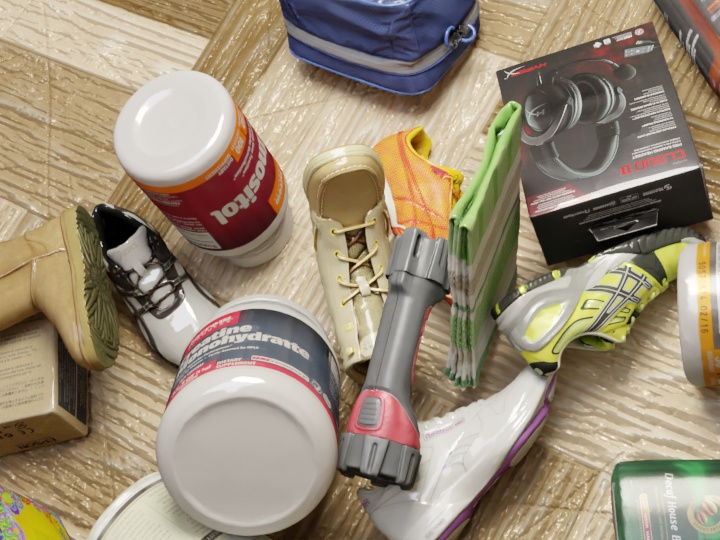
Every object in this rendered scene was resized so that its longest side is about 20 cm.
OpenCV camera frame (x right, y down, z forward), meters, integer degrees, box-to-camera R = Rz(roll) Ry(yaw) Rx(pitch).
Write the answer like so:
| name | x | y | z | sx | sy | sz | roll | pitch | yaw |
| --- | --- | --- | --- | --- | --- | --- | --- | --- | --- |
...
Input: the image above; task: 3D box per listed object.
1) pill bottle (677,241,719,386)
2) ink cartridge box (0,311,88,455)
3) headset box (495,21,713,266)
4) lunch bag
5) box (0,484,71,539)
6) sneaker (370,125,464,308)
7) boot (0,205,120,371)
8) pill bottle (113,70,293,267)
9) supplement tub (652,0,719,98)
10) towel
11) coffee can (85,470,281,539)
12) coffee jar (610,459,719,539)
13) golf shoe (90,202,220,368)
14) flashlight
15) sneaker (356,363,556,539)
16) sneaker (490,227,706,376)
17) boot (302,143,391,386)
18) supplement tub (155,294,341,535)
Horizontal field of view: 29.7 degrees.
| name | x | y | z | sx | sy | sz | roll | pitch | yaw |
| --- | --- | --- | --- | --- | --- | --- | --- | --- | --- |
| pill bottle | 0.352 | 0.031 | 1.057 | 0.199 | 0.116 | 0.117 | -3 | 64 | 19 |
| ink cartridge box | -0.365 | 0.094 | 1.304 | 0.199 | 0.075 | 0.165 | -14 | 60 | 13 |
| headset box | 0.211 | -0.104 | 1.179 | 0.148 | 0.077 | 0.200 | -16 | 49 | 12 |
| lunch bag | 0.023 | -0.258 | 1.309 | 0.200 | 0.132 | 0.136 | 25 | 60 | 29 |
| box | -0.319 | 0.325 | 1.147 | 0.192 | 0.122 | 0.200 | -36 | 59 | 0 |
| sneaker | 0.065 | -0.053 | 1.225 | 0.077 | 0.073 | 0.200 | -27 | 59 | 9 |
| boot | -0.325 | 0.046 | 1.240 | 0.200 | 0.066 | 0.175 | -22 | 56 | 10 |
| pill bottle | -0.133 | -0.084 | 1.235 | 0.113 | 0.200 | 0.113 | -8 | 63 | 15 |
| supplement tub | 0.319 | -0.251 | 1.212 | 0.107 | 0.107 | 0.200 | -27 | 60 | 5 |
| towel | 0.099 | -0.018 | 1.102 | 0.031 | 0.200 | 0.149 | 12 | 49 | 16 |
| coffee can | -0.111 | 0.270 | 1.086 | 0.200 | 0.146 | 0.147 | 28 | 77 | 29 |
| coffee jar | 0.293 | 0.187 | 1.020 | 0.199 | 0.085 | 0.105 | -9 | 63 | 15 |
| golf shoe | -0.196 | 0.015 | 1.273 | 0.078 | 0.095 | 0.200 | -41 | 61 | -5 |
| flashlight | 0.035 | 0.072 | 1.092 | 0.068 | 0.068 | 0.200 | 19 | 73 | -13 |
| sneaker | 0.079 | 0.140 | 1.116 | 0.100 | 0.075 | 0.200 | 40 | 82 | 17 |
| sneaker | 0.206 | 0.025 | 1.130 | 0.200 | 0.075 | 0.077 | -23 | 79 | -15 |
| boot | 0.000 | 0.000 | 1.153 | 0.073 | 0.200 | 0.156 | -10 | 62 | -7 |
| supplement tub | -0.086 | 0.111 | 1.110 | 0.140 | 0.141 | 0.200 | -23 | 18 | 8 |
